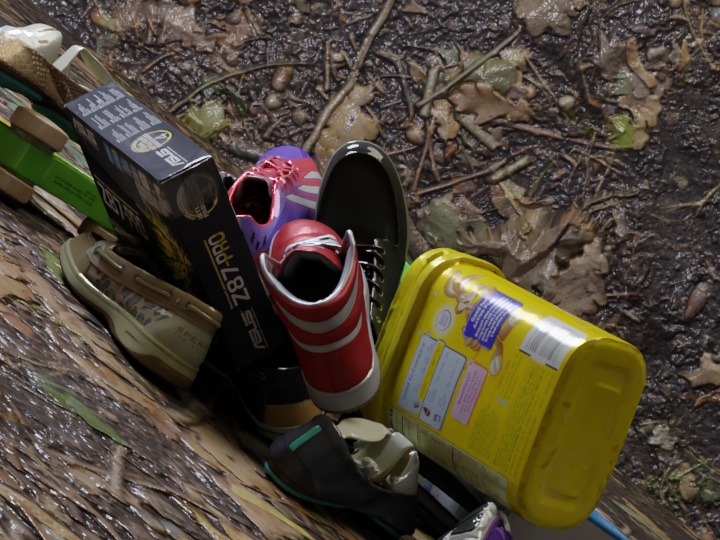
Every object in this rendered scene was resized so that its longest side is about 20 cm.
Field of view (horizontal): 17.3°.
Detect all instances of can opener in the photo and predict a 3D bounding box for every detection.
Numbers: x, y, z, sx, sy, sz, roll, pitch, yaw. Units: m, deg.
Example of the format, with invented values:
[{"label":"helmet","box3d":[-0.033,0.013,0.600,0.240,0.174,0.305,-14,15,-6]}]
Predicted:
[{"label":"can opener","box3d":[0.040,0.156,1.830,0.200,0.063,0.079,35,5,-40]}]

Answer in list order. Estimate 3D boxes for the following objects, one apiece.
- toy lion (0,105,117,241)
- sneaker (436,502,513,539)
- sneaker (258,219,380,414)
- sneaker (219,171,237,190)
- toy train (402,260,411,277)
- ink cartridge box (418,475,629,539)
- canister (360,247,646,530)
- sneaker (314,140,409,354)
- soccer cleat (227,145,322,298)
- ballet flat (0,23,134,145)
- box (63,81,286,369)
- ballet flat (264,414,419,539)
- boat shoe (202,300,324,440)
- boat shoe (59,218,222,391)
[{"label":"toy lion","box3d":[-0.282,-0.101,1.908,0.192,0.069,0.200,32,-1,41]},{"label":"sneaker","box3d":[0.090,0.211,1.618,0.083,0.081,0.200,50,9,13]},{"label":"sneaker","box3d":[-0.034,-0.003,1.655,0.200,0.071,0.113,-110,-177,-52]},{"label":"sneaker","box3d":[-0.072,-0.005,1.924,0.200,0.071,0.098,30,-33,15]},{"label":"toy train","box3d":[0.023,0.071,1.982,0.042,0.056,0.200,52,-27,40]},{"label":"ink cartridge box","box3d":[0.124,0.192,2.033,0.144,0.085,0.200,36,6,-36]},{"label":"canister","box3d":[0.099,0.083,1.673,0.086,0.149,0.200,17,7,-36]},{"label":"sneaker","box3d":[0.000,0.000,1.783,0.075,0.201,0.106,2,0,0]},{"label":"soccer cleat","box3d":[-0.070,-0.055,1.827,0.200,0.068,0.073,-72,158,-57]},{"label":"ballet flat","box3d":[-0.246,-0.155,1.854,0.070,0.065,0.200,21,-9,36]},{"label":"box","box3d":[-0.136,-0.035,1.709,0.200,0.049,0.161,37,-30,56]},{"label":"ballet flat","box3d":[0.004,0.141,1.656,0.073,0.073,0.200,41,4,30]},{"label":"boat shoe","box3d":[-0.081,0.054,1.759,0.074,0.062,0.200,-11,30,-19]},{"label":"boat shoe","box3d":[-0.152,0.016,1.672,0.073,0.063,0.200,34,5,-39]}]
